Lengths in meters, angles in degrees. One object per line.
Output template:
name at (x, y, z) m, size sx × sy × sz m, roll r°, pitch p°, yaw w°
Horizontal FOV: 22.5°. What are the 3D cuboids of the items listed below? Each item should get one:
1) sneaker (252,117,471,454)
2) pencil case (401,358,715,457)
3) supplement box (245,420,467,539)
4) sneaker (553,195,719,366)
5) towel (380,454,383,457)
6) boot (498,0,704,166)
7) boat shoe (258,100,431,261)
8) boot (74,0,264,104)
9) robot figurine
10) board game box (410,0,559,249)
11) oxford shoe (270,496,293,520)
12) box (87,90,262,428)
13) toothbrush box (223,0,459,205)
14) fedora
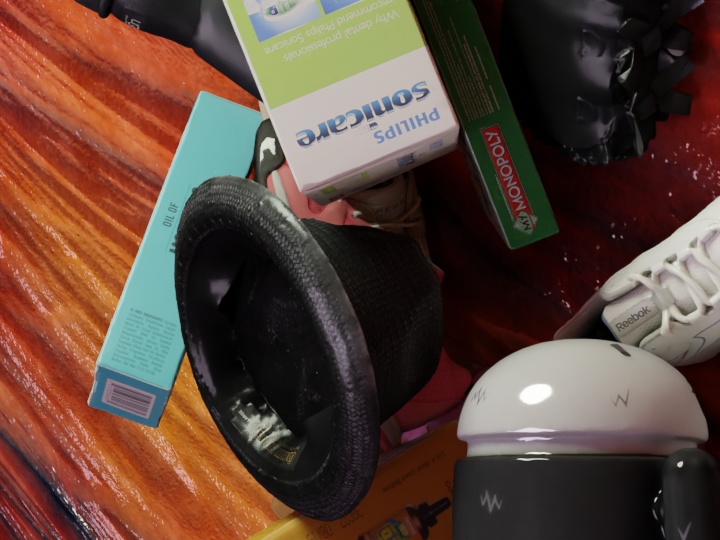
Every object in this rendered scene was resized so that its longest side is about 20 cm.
sneaker at (0.000, 0.000, 1.038) m, size 0.074 × 0.087 × 0.201 m, roll 175°, pitch 72°, yaw -83°
pencil case at (0.106, 0.095, 1.030) m, size 0.200 × 0.086 × 0.083 m, roll 0°, pitch 94°, yaw 54°
supplement box at (-0.016, 0.157, 0.976) m, size 0.067 × 0.200 × 0.069 m, roll 61°, pitch 153°, yaw 3°
sneaker at (0.169, 0.008, 0.880) m, size 0.075 × 0.087 × 0.200 m, roll 61°, pitch 146°, yaw 14°
towel at (-0.028, 0.106, 1.190) m, size 0.132 × 0.034 × 0.200 m, roll 41°, pitch 167°, yaw 37°
boot at (0.086, -0.156, 0.893) m, size 0.198 × 0.073 × 0.163 m, roll 42°, pitch 151°, yaw 36°
boat shoe at (0.000, -0.043, 1.084) m, size 0.069 × 0.074 × 0.200 m, roll -16°, pitch 100°, yaw 62°
boot at (-0.046, -0.194, 1.021) m, size 0.168 × 0.201 × 0.076 m, roll 27°, pitch 168°, yaw -8°
robot figurine at (0.106, 0.133, 0.854) m, size 0.150 × 0.125 × 0.201 m, roll -2°, pitch 81°, yaw 20°
board game box at (0.047, -0.118, 0.938) m, size 0.135 × 0.029 × 0.201 m, roll -104°, pitch -8°, yaw -79°
oxford shoe at (0.029, 0.186, 1.073) m, size 0.200 × 0.071 × 0.071 m, roll 45°, pitch 109°, yaw 12°
box at (-0.116, -0.007, 1.155) m, size 0.049 × 0.200 × 0.082 m, roll 20°, pitch 155°, yaw -4°
toothbrush box at (-0.024, -0.141, 0.902) m, size 0.146 × 0.086 × 0.200 m, roll -12°, pitch -101°, yaw -88°
fedora at (-0.017, 0.029, 0.924) m, size 0.201 × 0.091 × 0.201 m, roll 41°, pitch 143°, yaw 42°
